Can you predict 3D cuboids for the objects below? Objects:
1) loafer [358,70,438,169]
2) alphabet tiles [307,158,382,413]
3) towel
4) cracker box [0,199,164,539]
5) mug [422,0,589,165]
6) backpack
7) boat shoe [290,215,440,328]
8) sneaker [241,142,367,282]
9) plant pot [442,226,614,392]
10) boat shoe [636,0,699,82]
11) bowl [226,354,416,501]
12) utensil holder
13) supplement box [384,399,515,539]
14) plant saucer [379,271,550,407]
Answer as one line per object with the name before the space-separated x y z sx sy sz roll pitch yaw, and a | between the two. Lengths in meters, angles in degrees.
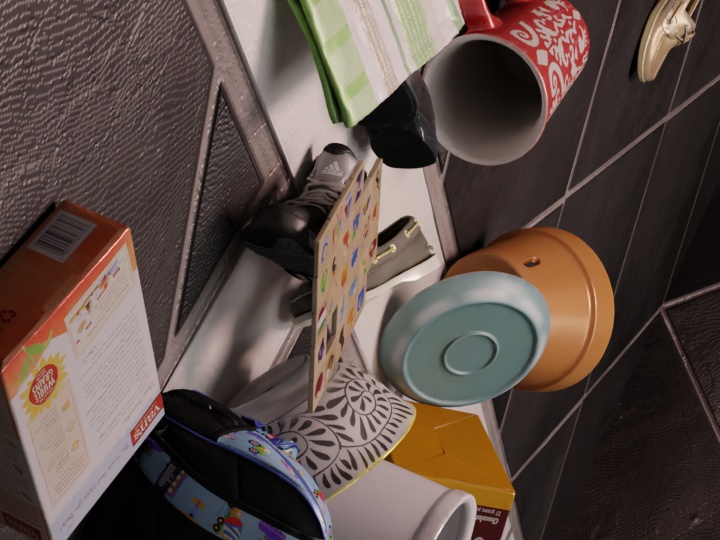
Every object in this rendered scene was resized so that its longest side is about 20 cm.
loafer | 0.023 -0.162 1.394 0.200 0.072 0.073 61 29 -65
alphabet tiles | -0.012 -0.005 1.325 0.201 0.007 0.169 -64 161 -54
towel | 0.008 -0.221 1.264 0.200 0.030 0.150 -45 121 -45
cracker box | -0.198 0.072 1.035 0.134 0.057 0.201 -53 155 -36
mug | 0.161 -0.224 1.593 0.200 0.132 0.179 -45 152 -55
backpack | -0.105 0.202 1.208 0.134 0.198 0.185 -10 119 -68
boat shoe | -0.002 0.001 1.486 0.201 0.072 0.061 -25 94 -47
sneaker | -0.041 -0.059 1.321 0.200 0.074 0.117 51 55 -76
plant pot | 0.181 0.048 1.867 0.139 0.199 0.202 -1 112 -51
boat shoe | 0.473 -0.374 2.366 0.202 0.064 0.072 -67 161 -5
bowl | -0.059 0.137 1.375 0.200 0.095 0.201 -32 -171 6
utensil holder | -0.011 0.257 1.518 0.170 0.198 0.171 -52 154 -37
supplement box | 0.060 0.275 1.707 0.198 0.131 0.202 -112 -145 -69
plant saucer | 0.119 0.085 1.738 0.028 0.198 0.202 -109 -163 -47
